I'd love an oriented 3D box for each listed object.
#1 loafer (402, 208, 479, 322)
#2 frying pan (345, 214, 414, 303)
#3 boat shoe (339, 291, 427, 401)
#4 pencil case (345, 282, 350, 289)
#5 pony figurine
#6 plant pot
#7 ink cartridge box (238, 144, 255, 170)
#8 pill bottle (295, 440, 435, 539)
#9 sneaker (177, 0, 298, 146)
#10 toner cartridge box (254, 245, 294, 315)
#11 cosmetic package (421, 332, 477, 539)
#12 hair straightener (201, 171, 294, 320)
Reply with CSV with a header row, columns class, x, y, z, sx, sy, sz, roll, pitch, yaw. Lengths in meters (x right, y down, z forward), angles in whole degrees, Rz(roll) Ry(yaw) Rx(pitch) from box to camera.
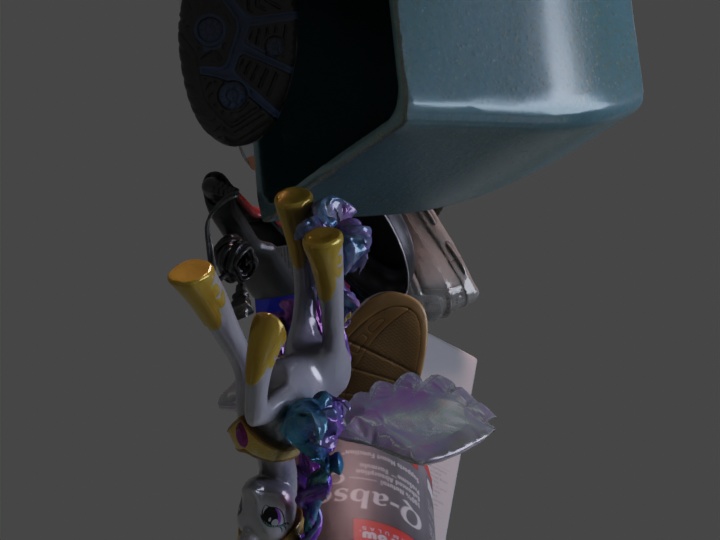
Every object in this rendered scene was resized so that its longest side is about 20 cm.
class,x,y,z,sx,sy,sz,roll,pitch,yaw
loafer,0.031,-0.049,1.811,0.070,0.070,0.201,109,-37,-60
frying pan,0.010,0.003,1.658,0.115,0.031,0.191,23,-40,48
boat shoe,-0.010,0.099,1.646,0.069,0.071,0.201,-102,-146,-73
pencil case,-0.007,-0.047,1.980,0.091,0.093,0.201,3,95,-67
pony figurine,-0.030,0.061,1.315,0.193,0.166,0.201,-39,133,-47
plant pot,0.059,-0.145,1.422,0.196,0.199,0.197,-33,-121,58
ink cartridge box,0.031,-0.127,1.608,0.162,0.199,0.050,-52,137,-30
pill bottle,-0.008,0.192,1.452,0.200,0.115,0.116,-93,175,-56
sneaker,-0.075,-0.175,1.412,0.077,0.075,0.201,45,43,-87
toner cartridge box,-0.047,0.040,1.724,0.200,0.043,0.095,65,20,-80
cosmetic package,0.022,0.151,1.742,0.101,0.071,0.201,-46,-157,45
hair straightener,-0.069,-0.009,1.468,0.200,0.041,0.077,70,13,-75
